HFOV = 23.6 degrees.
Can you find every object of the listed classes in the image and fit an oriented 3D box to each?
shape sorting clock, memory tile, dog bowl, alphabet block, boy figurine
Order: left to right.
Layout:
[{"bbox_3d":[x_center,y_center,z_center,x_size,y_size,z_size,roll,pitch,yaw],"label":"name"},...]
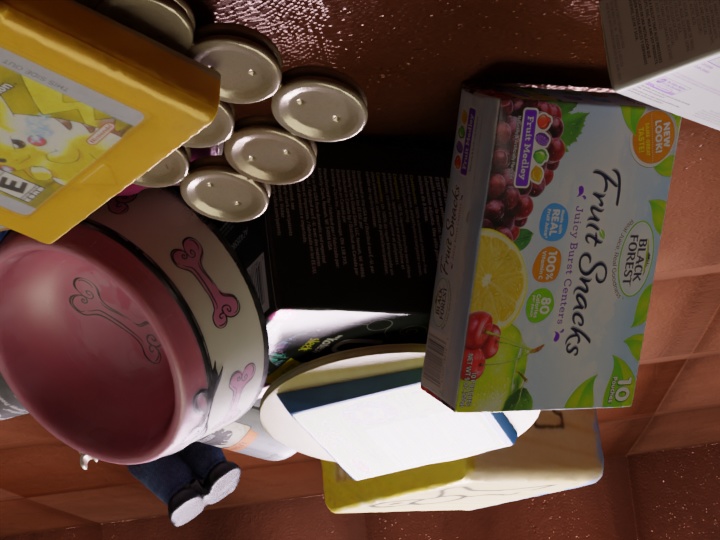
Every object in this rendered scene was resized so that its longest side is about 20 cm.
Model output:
[{"bbox_3d":[-0.160,0.037,1.107,0.199,0.201,0.074,-20,-164,42],"label":"dog bowl"},{"bbox_3d":[-0.188,0.114,1.416,0.124,0.200,0.065,-36,162,-18],"label":"boy figurine"},{"bbox_3d":[-0.109,-0.093,0.876,0.199,0.017,0.153,24,145,-23],"label":"memory tile"},{"bbox_3d":[0.028,0.095,1.211,0.198,0.040,0.200,-5,151,-3],"label":"shape sorting clock"},{"bbox_3d":[0.089,0.121,1.639,0.199,0.198,0.195,7,159,-44],"label":"alphabet block"}]

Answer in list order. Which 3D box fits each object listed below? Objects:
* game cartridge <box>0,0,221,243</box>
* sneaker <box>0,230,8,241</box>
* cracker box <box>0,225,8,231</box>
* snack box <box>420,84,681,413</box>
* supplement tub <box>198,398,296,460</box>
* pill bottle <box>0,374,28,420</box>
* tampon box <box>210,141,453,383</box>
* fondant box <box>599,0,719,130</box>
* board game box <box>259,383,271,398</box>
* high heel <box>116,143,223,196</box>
[{"bbox_3d":[-0.197,-0.088,0.845,0.199,0.033,0.176,22,146,-31],"label":"game cartridge"},{"bbox_3d":[-0.297,0.012,1.172,0.198,0.112,0.077,-3,166,-18],"label":"sneaker"},{"bbox_3d":[-0.301,-0.053,1.020,0.198,0.058,0.134,-11,165,12],"label":"cracker box"},{"bbox_3d":[0.122,-0.013,1.105,0.141,0.202,0.053,0,-164,-29],"label":"snack box"},{"bbox_3d":[-0.131,0.068,1.337,0.199,0.123,0.122,19,156,-26],"label":"supplement tub"},{"bbox_3d":[-0.315,0.069,1.394,0.199,0.114,0.113,-16,164,32],"label":"pill bottle"},{"bbox_3d":[0.000,0.000,1.190,0.199,0.127,0.150,4,156,-25],"label":"tampon box"},{"bbox_3d":[0.254,-0.140,0.947,0.199,0.059,0.144,-16,164,37],"label":"fondant box"},{"bbox_3d":[-0.083,0.046,1.264,0.199,0.103,0.019,-8,147,-48],"label":"board game box"},{"bbox_3d":[-0.128,-0.089,0.974,0.095,0.068,0.200,2,171,-10],"label":"high heel"}]
